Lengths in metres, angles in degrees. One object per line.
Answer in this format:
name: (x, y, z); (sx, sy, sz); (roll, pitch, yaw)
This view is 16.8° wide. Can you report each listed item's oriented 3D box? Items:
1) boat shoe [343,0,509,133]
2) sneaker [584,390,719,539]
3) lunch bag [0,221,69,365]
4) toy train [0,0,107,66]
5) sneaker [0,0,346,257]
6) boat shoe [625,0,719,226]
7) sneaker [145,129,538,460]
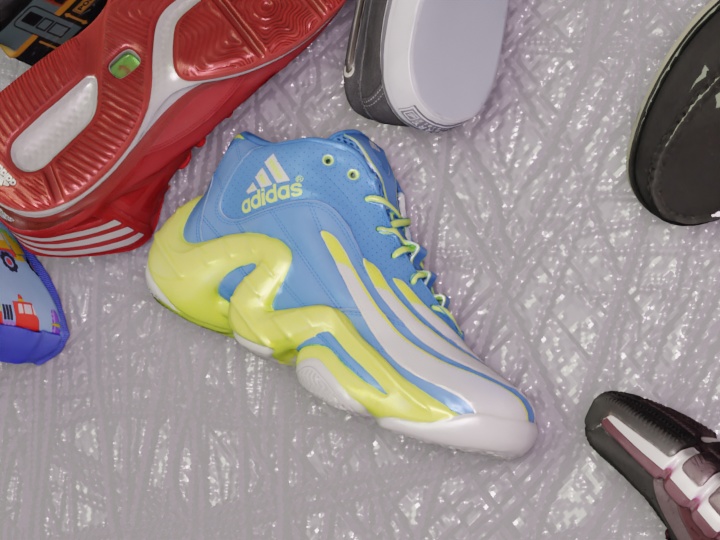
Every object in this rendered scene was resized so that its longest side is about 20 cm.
boat shoe: (0.036, -0.154, 1.025); (0.066, 0.070, 0.201); (1, 77, 50)
sneaker: (0.140, 0.143, 0.923); (0.200, 0.076, 0.116); (40, 104, 25)
lunch bag: (-0.220, -0.027, 1.082); (0.200, 0.150, 0.094); (44, 102, 25)
toy train: (-0.095, -0.165, 1.061); (0.200, 0.114, 0.085); (-41, 68, 16)
sneaker: (-0.083, -0.082, 1.062); (0.199, 0.116, 0.079); (-35, 77, -14)
boat shoe: (0.182, -0.087, 0.929); (0.201, 0.063, 0.074); (-41, 108, 15)
sneaker: (0.000, 0.000, 1.011); (0.199, 0.076, 0.106); (25, 93, 28)
